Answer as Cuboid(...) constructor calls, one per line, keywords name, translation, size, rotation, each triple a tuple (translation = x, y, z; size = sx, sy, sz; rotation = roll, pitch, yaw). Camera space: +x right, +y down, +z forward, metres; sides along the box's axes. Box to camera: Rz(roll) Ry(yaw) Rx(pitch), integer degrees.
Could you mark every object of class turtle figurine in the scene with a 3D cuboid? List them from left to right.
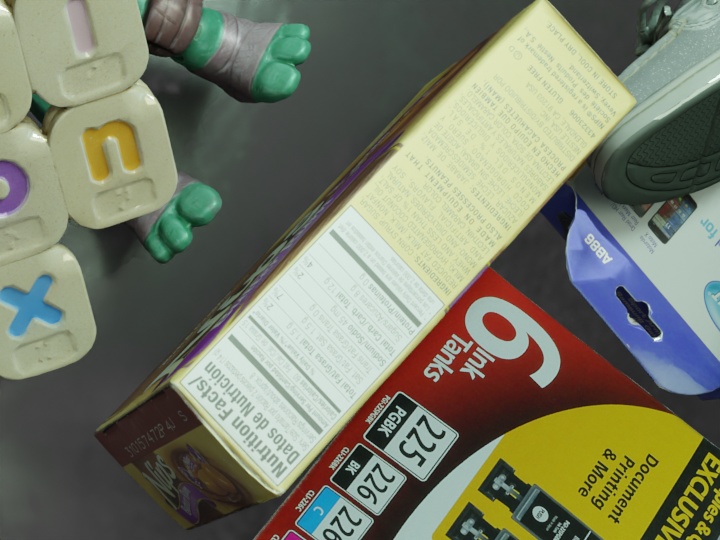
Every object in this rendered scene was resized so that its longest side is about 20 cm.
Cuboid(name="turtle figurine", translation=(-0.119, -0.095, 0.756), size=(0.199, 0.101, 0.150), rotation=(33, 105, -31))

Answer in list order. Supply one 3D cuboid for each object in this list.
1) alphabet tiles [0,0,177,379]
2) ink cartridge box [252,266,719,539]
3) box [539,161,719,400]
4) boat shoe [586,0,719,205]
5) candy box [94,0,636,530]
Cuboid(name="alphabet tiles", translation=(-0.161, -0.033, 0.712), size=(0.199, 0.015, 0.197), rotation=(-19, 127, -10))
Cuboid(name="ink cartridge box", translation=(0.048, 0.127, 0.761), size=(0.175, 0.084, 0.200), rotation=(38, 49, 3))
Cuboid(name="box", translation=(0.158, -0.042, 0.917), size=(0.119, 0.041, 0.200), rotation=(48, 69, -13))
Cuboid(name="boat shoe", translation=(0.154, -0.098, 0.869), size=(0.202, 0.075, 0.065), rotation=(-39, 63, -21))
Cuboid(name="candy box", translation=(0.000, 0.000, 0.792), size=(0.057, 0.117, 0.200), rotation=(47, 68, -5))
